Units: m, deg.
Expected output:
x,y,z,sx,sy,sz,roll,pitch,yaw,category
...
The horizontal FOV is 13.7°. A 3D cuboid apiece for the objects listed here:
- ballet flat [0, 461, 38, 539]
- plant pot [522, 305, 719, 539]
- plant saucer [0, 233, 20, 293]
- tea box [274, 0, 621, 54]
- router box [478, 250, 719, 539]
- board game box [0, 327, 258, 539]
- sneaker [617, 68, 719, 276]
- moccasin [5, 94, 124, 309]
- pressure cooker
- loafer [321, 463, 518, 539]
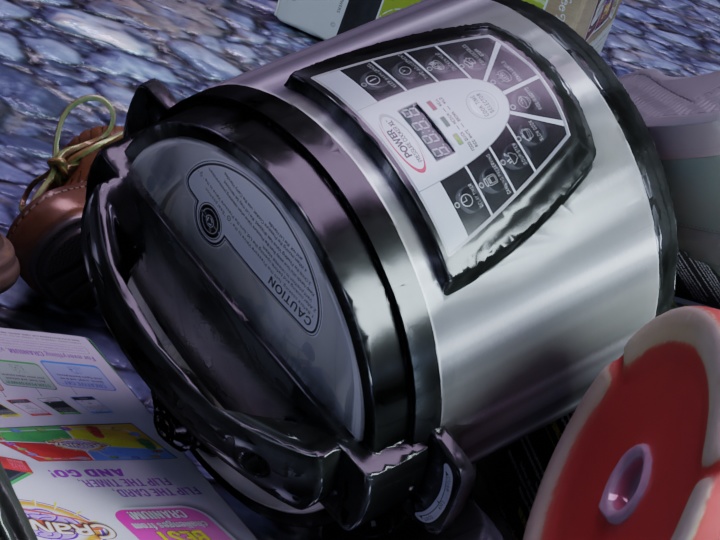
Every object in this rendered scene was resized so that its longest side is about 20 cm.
x,y,z,sx,sy,sz,roll,pitch,yaw,category
-0.144,0.076,0.975,0.068,0.201,0.068,-25,9,1,ballet flat
0.164,0.110,1.071,0.177,0.201,0.201,25,16,-16,plant pot
-0.241,-0.023,1.263,0.199,0.030,0.200,9,11,-2,plant saucer
0.074,-0.207,2.021,0.196,0.134,0.200,23,19,9,tea box
0.108,0.068,1.252,0.051,0.150,0.200,17,19,-15,router box
-0.135,0.080,1.130,0.152,0.041,0.200,8,22,-33,board game box
0.131,-0.016,1.198,0.074,0.119,0.200,-34,14,-21,sneaker
-0.118,-0.035,1.397,0.078,0.074,0.201,47,23,4,moccasin
0.000,0.002,1.136,0.199,0.180,0.176,-24,19,-32,pressure cooker
0.032,0.121,1.181,0.072,0.073,0.200,57,5,-13,loafer
